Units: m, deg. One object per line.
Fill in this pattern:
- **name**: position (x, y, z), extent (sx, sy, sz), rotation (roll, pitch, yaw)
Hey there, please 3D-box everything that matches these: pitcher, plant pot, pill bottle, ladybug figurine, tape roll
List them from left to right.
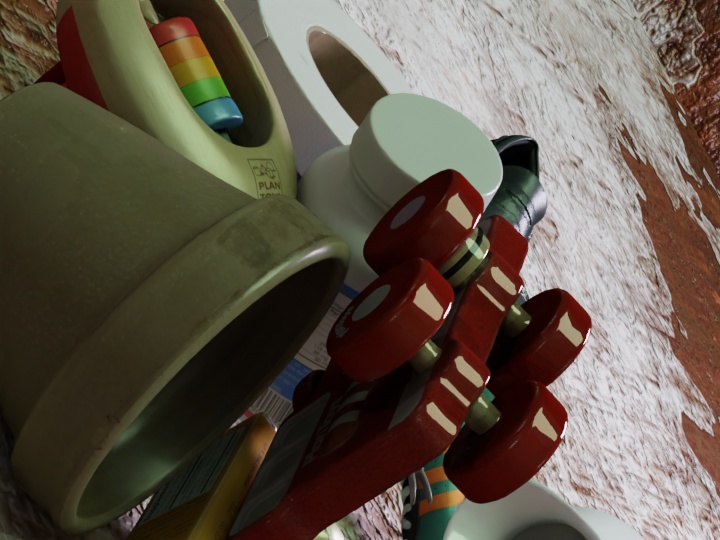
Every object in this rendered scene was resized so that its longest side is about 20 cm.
- **plant pot**: position (-0.133, 0.002, 1.304), extent (0.175, 0.200, 0.200), rotation (45, 14, 10)
- **ladybug figurine**: position (-0.105, -0.093, 1.421), extent (0.136, 0.072, 0.200), rotation (-3, 64, -58)
- **tape roll**: position (-0.012, -0.102, 1.645), extent (0.203, 0.037, 0.203), rotation (44, 21, -22)
- **pill bottle**: position (0.000, 0.000, 1.470), extent (0.112, 0.200, 0.112), rotation (21, 37, -16)
- **pitcher**: position (0.146, 0.217, 1.633), extent (0.172, 0.121, 0.200), rotation (41, -4, 23)

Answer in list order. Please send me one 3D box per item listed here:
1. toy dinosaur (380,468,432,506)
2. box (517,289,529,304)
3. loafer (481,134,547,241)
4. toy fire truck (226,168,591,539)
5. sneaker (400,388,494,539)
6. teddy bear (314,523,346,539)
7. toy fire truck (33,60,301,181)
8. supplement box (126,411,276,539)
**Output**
- **toy dinosaur**: position (-0.021, 0.078, 1.602), extent (0.181, 0.105, 0.200), rotation (21, 44, -50)
- **box**: position (0.019, 0.012, 1.793), extent (0.200, 0.124, 0.149), rotation (53, 17, -26)
- **loafer**: position (0.088, -0.042, 1.744), extent (0.068, 0.070, 0.201), rotation (54, 18, -17)
- **toy fire truck**: position (0.015, 0.054, 1.324), extent (0.112, 0.168, 0.200), rotation (47, 32, -16)
- **sneaker**: position (0.050, 0.135, 1.697), extent (0.071, 0.080, 0.200), rotation (89, 19, -71)
- **teddy bear**: position (-0.009, 0.206, 1.423), extent (0.145, 0.067, 0.200), rotation (0, 52, -17)
- **toy fire truck**: position (-0.129, -0.047, 1.517), extent (0.176, 0.129, 0.200), rotation (53, 37, -6)
- **supplement box**: position (-0.080, 0.153, 1.323), extent (0.067, 0.069, 0.200), rotation (55, 28, -13)
